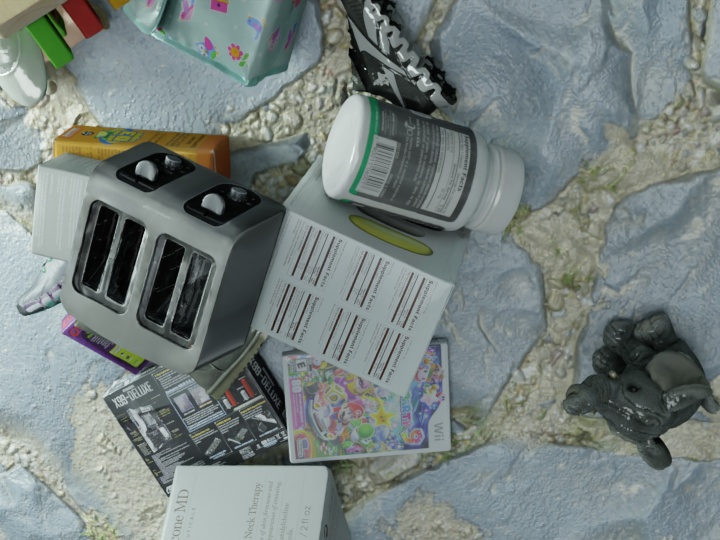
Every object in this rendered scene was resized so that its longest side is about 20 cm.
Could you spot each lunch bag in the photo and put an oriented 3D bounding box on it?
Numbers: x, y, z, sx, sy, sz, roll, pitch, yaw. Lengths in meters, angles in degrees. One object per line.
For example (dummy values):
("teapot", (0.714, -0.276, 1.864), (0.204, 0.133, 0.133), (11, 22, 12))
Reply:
("lunch bag", (-0.156, -0.317, 1.399), (0.198, 0.122, 0.172), (29, 118, 12))

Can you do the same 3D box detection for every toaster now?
("toaster", (-0.194, -0.007, 1.341), (0.179, 0.118, 0.202), (26, 112, 17))

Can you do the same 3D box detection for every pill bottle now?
("pill bottle", (0.068, -0.108, 1.411), (0.197, 0.114, 0.114), (15, 116, -19))

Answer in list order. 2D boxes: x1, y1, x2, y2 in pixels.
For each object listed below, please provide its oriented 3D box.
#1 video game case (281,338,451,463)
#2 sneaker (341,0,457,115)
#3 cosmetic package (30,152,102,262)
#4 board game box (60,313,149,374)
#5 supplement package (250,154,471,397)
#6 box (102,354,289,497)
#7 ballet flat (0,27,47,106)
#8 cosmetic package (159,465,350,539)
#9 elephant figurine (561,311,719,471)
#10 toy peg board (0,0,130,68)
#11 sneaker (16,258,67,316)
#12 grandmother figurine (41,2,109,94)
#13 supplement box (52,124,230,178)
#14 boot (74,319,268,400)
("video game case", (0.009, 0.157, 1.583), (0.196, 0.018, 0.145), (-4, 111, -2))
("sneaker", (0.014, -0.239, 1.421), (0.090, 0.067, 0.201), (-33, 104, 19))
("cosmetic package", (-0.258, -0.055, 1.465), (0.197, 0.090, 0.108), (14, 107, 7))
("board game box", (-0.250, 0.033, 1.577), (0.200, 0.033, 0.119), (-41, 132, 20))
("supplement package", (0.000, 0.000, 1.452), (0.198, 0.192, 0.149), (24, 114, 1))
("box", (-0.198, 0.174, 1.642), (0.198, 0.050, 0.159), (-27, 104, 20))
("ballet flat", (-0.403, -0.275, 1.452), (0.069, 0.069, 0.203), (-23, 78, 20))
("cosmetic package", (-0.128, 0.352, 1.608), (0.197, 0.169, 0.168), (-2, 138, 11))
("elephant figurine", (0.311, 0.145, 1.440), (0.153, 0.200, 0.143), (-11, 109, 16))
("toy peg board", (-0.298, -0.328, 1.389), (0.197, 0.201, 0.098), (-31, 141, 1))
("sneaker", (-0.342, -0.024, 1.590), (0.198, 0.074, 0.088), (-30, 93, 10))
("grandmother figurine", (-0.379, -0.254, 1.507), (0.198, 0.060, 0.123), (-25, 78, 23))
("supplement box", (-0.253, -0.123, 1.525), (0.197, 0.067, 0.070), (3, 112, 10))
("boot", (-0.207, 0.045, 1.519), (0.199, 0.073, 0.183), (35, 111, -9))
